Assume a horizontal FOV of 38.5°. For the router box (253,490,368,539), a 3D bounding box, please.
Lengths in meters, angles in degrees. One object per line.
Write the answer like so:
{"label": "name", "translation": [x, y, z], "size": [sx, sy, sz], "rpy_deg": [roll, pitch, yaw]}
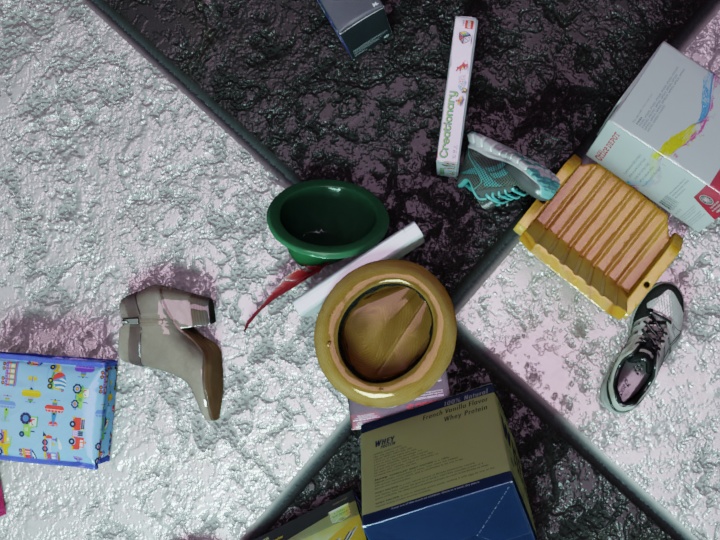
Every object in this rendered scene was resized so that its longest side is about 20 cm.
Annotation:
{"label": "router box", "translation": [-0.072, 0.413, 1.419], "size": [0.198, 0.158, 0.053], "rpy_deg": [-28, 121, 3]}

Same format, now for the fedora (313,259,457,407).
{"label": "fedora", "translation": [0.037, 0.084, 1.391], "size": [0.198, 0.082, 0.203], "rpy_deg": [0, 90, 8]}

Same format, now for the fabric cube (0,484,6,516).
{"label": "fabric cube", "translation": [-0.646, 0.279, 1.458], "size": [0.194, 0.200, 0.202], "rpy_deg": [-10, 85, 6]}

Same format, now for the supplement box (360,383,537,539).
{"label": "supplement box", "translation": [0.113, 0.285, 1.352], "size": [0.198, 0.200, 0.135], "rpy_deg": [-19, 118, 9]}

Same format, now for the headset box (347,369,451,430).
{"label": "headset box", "translation": [0.049, 0.135, 1.465], "size": [0.147, 0.077, 0.203], "rpy_deg": [-9, 84, 4]}

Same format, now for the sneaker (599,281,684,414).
{"label": "sneaker", "translation": [0.401, 0.110, 1.429], "size": [0.075, 0.088, 0.202], "rpy_deg": [23, 87, 8]}

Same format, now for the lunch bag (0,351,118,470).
{"label": "lunch bag", "translation": [-0.463, 0.199, 1.489], "size": [0.197, 0.094, 0.153], "rpy_deg": [5, 87, -1]}

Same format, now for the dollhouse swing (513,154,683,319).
{"label": "dollhouse swing", "translation": [0.329, -0.051, 1.402], "size": [0.199, 0.176, 0.182], "rpy_deg": [39, 91, 7]}

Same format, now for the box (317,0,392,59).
{"label": "box", "translation": [-0.039, -0.422, 1.476], "size": [0.078, 0.141, 0.201], "rpy_deg": [-30, 84, 2]}

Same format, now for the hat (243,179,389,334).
{"label": "hat", "translation": [-0.062, -0.015, 1.507], "size": [0.197, 0.177, 0.167], "rpy_deg": [6, 43, 2]}

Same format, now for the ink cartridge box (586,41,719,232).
{"label": "ink cartridge box", "translation": [0.437, -0.180, 1.406], "size": [0.199, 0.145, 0.145], "rpy_deg": [35, 80, 6]}

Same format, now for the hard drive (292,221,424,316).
{"label": "hard drive", "translation": [0.000, 0.000, 1.449], "size": [0.199, 0.132, 0.027], "rpy_deg": [-34, 85, 2]}

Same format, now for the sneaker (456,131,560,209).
{"label": "sneaker", "translation": [0.201, -0.122, 1.432], "size": [0.077, 0.200, 0.092], "rpy_deg": [18, 103, -30]}

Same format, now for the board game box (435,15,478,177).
{"label": "board game box", "translation": [0.136, -0.241, 1.456], "size": [0.034, 0.126, 0.203], "rpy_deg": [8, 87, 5]}

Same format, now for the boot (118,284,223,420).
{"label": "boot", "translation": [-0.281, 0.121, 1.507], "size": [0.144, 0.070, 0.203], "rpy_deg": [-5, 85, 11]}
